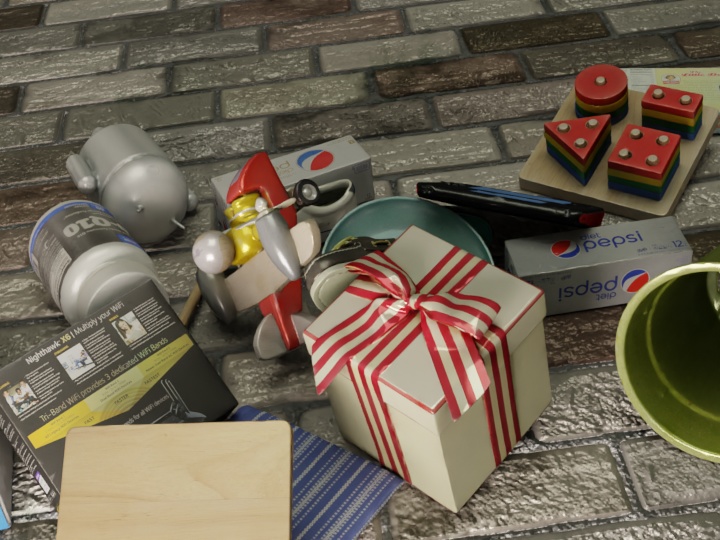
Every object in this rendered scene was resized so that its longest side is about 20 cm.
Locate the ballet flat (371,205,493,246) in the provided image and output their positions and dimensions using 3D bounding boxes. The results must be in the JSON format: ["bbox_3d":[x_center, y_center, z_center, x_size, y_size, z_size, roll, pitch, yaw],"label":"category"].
[{"bbox_3d":[0.056,-0.037,1.345,0.196,0.075,0.075,-8,37,-9],"label":"ballet flat"}]

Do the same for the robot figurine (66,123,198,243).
[{"bbox_3d":[-0.286,-0.109,1.439,0.167,0.115,0.200,5,26,-37],"label":"robot figurine"}]

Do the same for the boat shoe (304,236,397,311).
[{"bbox_3d":[0.000,0.000,1.147,0.061,0.072,0.200,52,23,22],"label":"boat shoe"}]

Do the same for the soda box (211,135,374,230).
[{"bbox_3d":[-0.084,-0.104,1.446,0.197,0.065,0.068,-19,39,-17],"label":"soda box"}]

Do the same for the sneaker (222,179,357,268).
[{"bbox_3d":[-0.093,-0.063,1.379,0.197,0.072,0.073,-21,39,-24],"label":"sneaker"}]

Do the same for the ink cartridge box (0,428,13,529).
[{"bbox_3d":[-0.442,0.191,1.102,0.196,0.087,0.147,-11,38,-9],"label":"ink cartridge box"}]

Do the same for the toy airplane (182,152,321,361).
[{"bbox_3d":[-0.112,-0.002,1.208,0.139,0.203,0.199,5,26,-30],"label":"toy airplane"}]

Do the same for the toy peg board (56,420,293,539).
[{"bbox_3d":[-0.152,0.243,0.983,0.196,0.098,0.203,-2,66,3],"label":"toy peg board"}]

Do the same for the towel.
[{"bbox_3d":[-0.078,0.208,1.086,0.197,0.024,0.145,21,43,28],"label":"towel"}]

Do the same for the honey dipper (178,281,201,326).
[{"bbox_3d":[-0.195,0.045,1.295,0.037,0.039,0.201,4,37,13],"label":"honey dipper"}]

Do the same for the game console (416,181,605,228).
[{"bbox_3d":[0.178,-0.079,1.329,0.196,0.032,0.176,11,3,19],"label":"game console"}]

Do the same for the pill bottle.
[{"bbox_3d":[-0.291,0.007,1.274,0.112,0.115,0.200,-23,34,-21],"label":"pill bottle"}]

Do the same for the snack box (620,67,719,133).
[{"bbox_3d":[0.435,-0.232,1.559,0.196,0.038,0.117,1,40,10],"label":"snack box"}]

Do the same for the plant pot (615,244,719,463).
[{"bbox_3d":[0.371,0.052,1.108,0.197,0.204,0.190,16,29,26],"label":"plant pot"}]

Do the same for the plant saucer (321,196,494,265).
[{"bbox_3d":[0.051,0.012,1.257,0.196,0.036,0.203,4,59,-6],"label":"plant saucer"}]

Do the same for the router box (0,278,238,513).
[{"bbox_3d":[-0.243,0.126,1.116,0.199,0.052,0.158,-33,83,-31],"label":"router box"}]

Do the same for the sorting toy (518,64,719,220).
[{"bbox_3d":[0.326,-0.173,1.440,0.196,0.070,0.201,18,56,28],"label":"sorting toy"}]

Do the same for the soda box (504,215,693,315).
[{"bbox_3d":[0.262,-0.004,1.269,0.196,0.064,0.069,-9,38,-3],"label":"soda box"}]

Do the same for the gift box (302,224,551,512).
[{"bbox_3d":[0.063,0.094,1.055,0.183,0.189,0.200,23,55,32],"label":"gift box"}]
